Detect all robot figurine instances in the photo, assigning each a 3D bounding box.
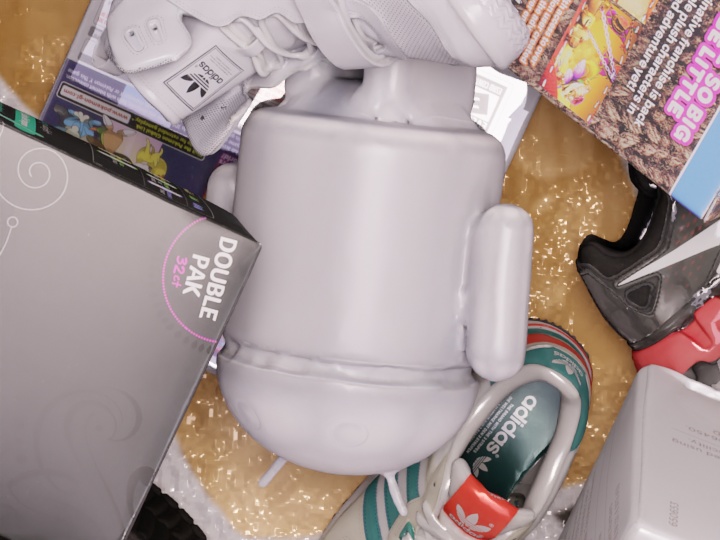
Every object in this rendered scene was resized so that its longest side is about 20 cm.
[{"bbox_3d":[0.000,0.000,1.201,0.170,0.113,0.200,11,97,38],"label":"robot figurine"}]

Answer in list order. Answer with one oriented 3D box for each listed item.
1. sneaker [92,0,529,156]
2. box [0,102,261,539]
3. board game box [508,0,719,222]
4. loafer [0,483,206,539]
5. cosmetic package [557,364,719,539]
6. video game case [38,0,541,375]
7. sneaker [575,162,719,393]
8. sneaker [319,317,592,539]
[{"bbox_3d":[-0.025,-0.095,1.131,0.115,0.200,0.075,-51,134,-9],"label":"sneaker"},{"bbox_3d":[-0.161,0.007,1.110,0.200,0.124,0.149,25,92,-10],"label":"box"},{"bbox_3d":[0.123,-0.149,1.156,0.200,0.097,0.159,40,124,19],"label":"board game box"},{"bbox_3d":[-0.140,0.111,1.261,0.200,0.073,0.071,41,103,2],"label":"loafer"},{"bbox_3d":[0.152,0.180,1.188,0.167,0.166,0.200,23,112,-2],"label":"cosmetic package"},{"bbox_3d":[-0.044,-0.044,1.266,0.200,0.023,0.182,24,94,-3],"label":"video game case"},{"bbox_3d":[0.173,-0.042,1.240,0.098,0.071,0.200,44,95,-6],"label":"sneaker"},{"bbox_3d":[0.034,0.110,1.242,0.070,0.093,0.200,35,94,-3],"label":"sneaker"}]
